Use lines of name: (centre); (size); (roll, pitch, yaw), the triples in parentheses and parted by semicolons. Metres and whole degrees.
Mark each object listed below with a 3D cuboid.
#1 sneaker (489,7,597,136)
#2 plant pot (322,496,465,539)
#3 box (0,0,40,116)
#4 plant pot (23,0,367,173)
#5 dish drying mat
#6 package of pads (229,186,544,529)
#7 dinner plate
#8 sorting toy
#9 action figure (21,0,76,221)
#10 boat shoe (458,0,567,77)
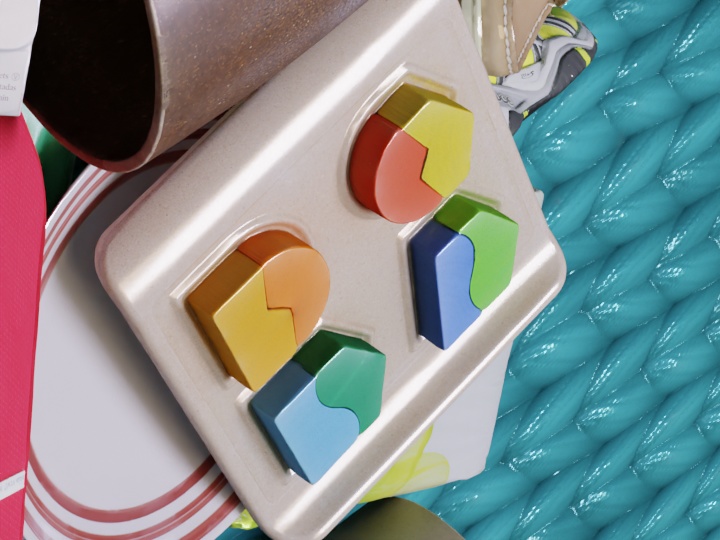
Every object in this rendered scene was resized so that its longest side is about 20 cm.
sneaker: (0.048, -0.093, 1.186); (0.075, 0.076, 0.200); (-41, -179, 29)
plant pot: (-0.029, 0.233, 1.210); (0.200, 0.187, 0.188); (-26, 131, -26)
box: (-0.147, -0.100, 0.820); (0.041, 0.200, 0.039); (4, 111, -24)
plant pot: (-0.035, -0.159, 0.899); (0.200, 0.187, 0.187); (-27, 132, -24)
dish drying mat: (-0.125, 0.018, 0.874); (0.077, 0.018, 0.200); (75, 10, -46)
package of pads: (-0.003, 0.033, 1.202); (0.200, 0.068, 0.155); (-8, 115, -50)
dinner plate: (-0.080, 0.027, 1.038); (0.200, 0.024, 0.201); (-25, 123, -46)
sorting toy: (0.000, 0.000, 1.056); (0.185, 0.036, 0.200); (-45, 137, -15)
action figure: (-0.145, -0.030, 0.987); (0.118, 0.055, 0.200); (0, 108, -52)
boat shoe: (0.088, -0.162, 1.151); (0.074, 0.066, 0.200); (81, 22, -51)
